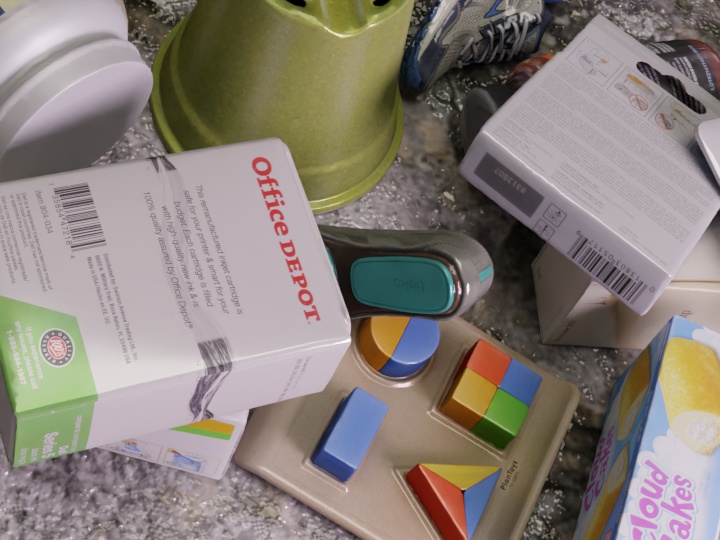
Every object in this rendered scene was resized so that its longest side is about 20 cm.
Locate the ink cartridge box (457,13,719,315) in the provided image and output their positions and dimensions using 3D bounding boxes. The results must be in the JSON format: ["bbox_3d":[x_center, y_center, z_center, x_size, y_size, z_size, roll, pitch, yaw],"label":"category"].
[{"bbox_3d":[0.182,-0.081,1.038,0.162,0.057,0.200,38,42,7],"label":"ink cartridge box"}]

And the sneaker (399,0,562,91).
[{"bbox_3d":[0.108,-0.203,1.177,0.085,0.077,0.200,40,60,3],"label":"sneaker"}]

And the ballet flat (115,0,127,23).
[{"bbox_3d":[-0.221,-0.236,1.041,0.200,0.068,0.062,44,49,9],"label":"ballet flat"}]

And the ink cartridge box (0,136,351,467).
[{"bbox_3d":[-0.124,0.015,0.867,0.199,0.084,0.146,-11,66,-21],"label":"ink cartridge box"}]

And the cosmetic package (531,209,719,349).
[{"bbox_3d":[0.238,0.007,1.083,0.198,0.104,0.074,2,61,-13],"label":"cosmetic package"}]

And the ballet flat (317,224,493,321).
[{"bbox_3d":[0.000,0.000,1.012,0.199,0.068,0.064,6,20,33],"label":"ballet flat"}]

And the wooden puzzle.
[{"bbox_3d":[0.039,0.100,1.009,0.199,0.046,0.186,29,59,1],"label":"wooden puzzle"}]

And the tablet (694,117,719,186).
[{"bbox_3d":[0.318,-0.024,1.042,0.130,0.014,0.201,-13,75,-41],"label":"tablet"}]

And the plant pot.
[{"bbox_3d":[-0.042,-0.172,1.053,0.199,0.184,0.202,7,60,-12],"label":"plant pot"}]

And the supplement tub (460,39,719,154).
[{"bbox_3d":[0.180,-0.117,1.131,0.199,0.107,0.108,-9,65,-19],"label":"supplement tub"}]

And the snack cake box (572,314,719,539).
[{"bbox_3d":[0.197,0.147,0.989,0.067,0.115,0.201,23,58,-2],"label":"snack cake box"}]

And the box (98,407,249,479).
[{"bbox_3d":[-0.165,0.045,0.949,0.199,0.102,0.113,16,59,-7],"label":"box"}]

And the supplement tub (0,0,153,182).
[{"bbox_3d":[-0.241,-0.162,0.945,0.145,0.145,0.200,-34,77,-28],"label":"supplement tub"}]
